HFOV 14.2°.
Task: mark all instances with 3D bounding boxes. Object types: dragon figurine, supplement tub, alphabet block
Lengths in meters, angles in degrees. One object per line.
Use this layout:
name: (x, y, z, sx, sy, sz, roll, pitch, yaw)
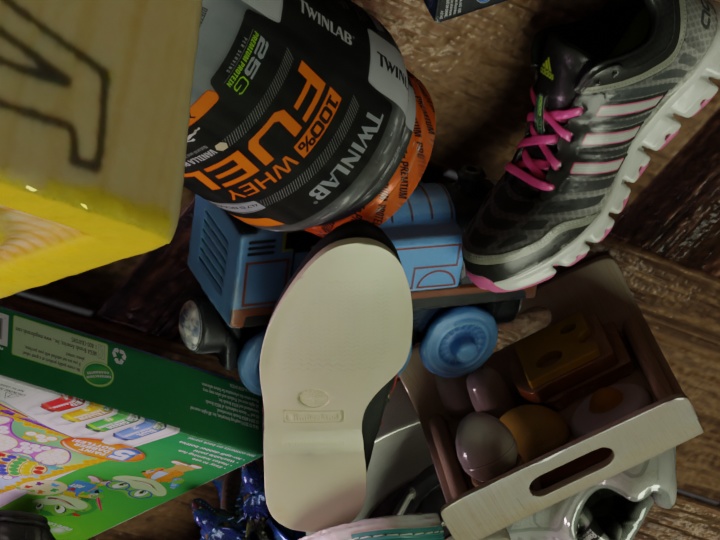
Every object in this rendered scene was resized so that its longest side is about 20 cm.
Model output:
dragon figurine: (-0.050, 0.156, 1.640, 0.059, 0.100, 0.200, -18, 138, 7)
supplement tub: (-0.061, -0.096, 1.399, 0.123, 0.123, 0.200, -41, 135, 20)
alphabet block: (-0.193, -0.111, 1.219, 0.196, 0.200, 0.195, 18, 158, -34)

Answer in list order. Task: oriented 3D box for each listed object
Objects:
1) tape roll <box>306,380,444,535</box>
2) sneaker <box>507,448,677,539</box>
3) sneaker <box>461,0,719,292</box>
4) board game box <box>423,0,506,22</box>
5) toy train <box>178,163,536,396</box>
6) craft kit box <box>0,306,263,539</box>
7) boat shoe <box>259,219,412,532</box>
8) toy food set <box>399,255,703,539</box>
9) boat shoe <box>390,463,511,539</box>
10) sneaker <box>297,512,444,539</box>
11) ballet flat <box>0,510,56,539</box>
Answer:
tape roll: (0.044, 0.141, 1.759, 0.203, 0.037, 0.203, -12, 137, -11)
sneaker: (0.116, 0.136, 1.679, 0.075, 0.081, 0.200, 8, 147, -30)
sneaker: (0.111, -0.081, 1.505, 0.200, 0.074, 0.087, -49, 125, -2)
board game box: (0.130, -0.225, 1.391, 0.200, 0.062, 0.200, -9, 137, -16)
toy train: (0.000, 0.000, 1.554, 0.200, 0.087, 0.114, -5, 124, -22)
craft kit box: (-0.188, 0.088, 1.549, 0.200, 0.049, 0.197, 19, 150, -37)
boat shoe: (-0.016, 0.046, 1.476, 0.074, 0.063, 0.202, 6, 134, -4)
toy food set: (0.096, 0.064, 1.585, 0.143, 0.200, 0.060, -26, 114, 4)
boat shoe: (0.037, 0.171, 1.714, 0.073, 0.063, 0.200, -16, 160, -22)
sneaker: (-0.020, 0.189, 1.543, 0.071, 0.080, 0.200, -1, 157, -43)
ballet flat: (-0.223, 0.182, 1.630, 0.066, 0.057, 0.200, 12, 157, -20)
